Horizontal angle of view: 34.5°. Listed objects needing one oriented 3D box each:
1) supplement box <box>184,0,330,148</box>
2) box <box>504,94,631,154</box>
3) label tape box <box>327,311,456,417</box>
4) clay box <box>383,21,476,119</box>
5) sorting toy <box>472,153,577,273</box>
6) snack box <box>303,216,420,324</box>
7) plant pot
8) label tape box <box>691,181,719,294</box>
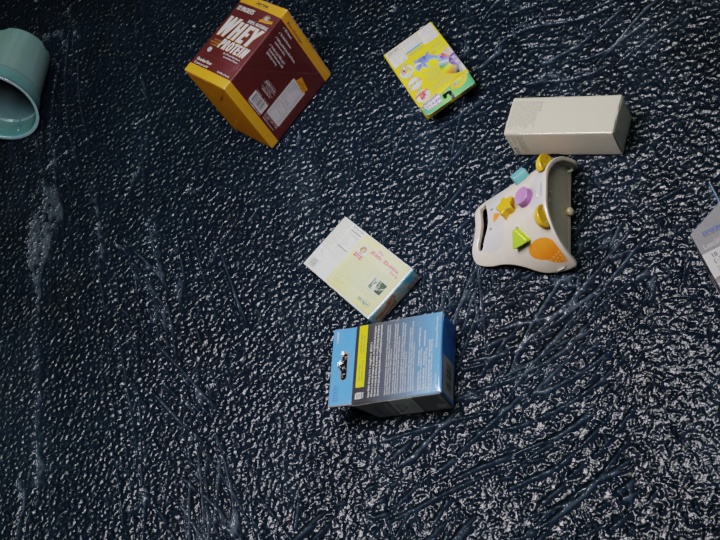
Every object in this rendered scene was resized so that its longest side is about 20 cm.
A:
[{"bbox_3d":[-0.201,-0.395,2.300,0.132,0.197,0.201,29,77,39],"label":"supplement box"},{"bbox_3d":[0.351,-0.246,1.969,0.198,0.068,0.083,5,64,32],"label":"box"},{"bbox_3d":[0.053,0.158,1.886,0.198,0.063,0.146,-11,56,24],"label":"label tape box"},{"bbox_3d":[0.135,-0.370,2.187,0.114,0.048,0.201,-34,51,7],"label":"clay box"},{"bbox_3d":[0.261,-0.087,1.919,0.179,0.106,0.202,-23,49,40],"label":"sorting toy"},{"bbox_3d":[0.000,0.000,2.035,0.116,0.037,0.200,-47,49,-4],"label":"snack box"},{"bbox_3d":[-0.824,-0.448,2.712,0.198,0.201,0.198,-12,48,23],"label":"plant pot"},{"bbox_3d":[0.528,-0.004,1.652,0.063,0.144,0.201,-28,50,14],"label":"label tape box"}]
